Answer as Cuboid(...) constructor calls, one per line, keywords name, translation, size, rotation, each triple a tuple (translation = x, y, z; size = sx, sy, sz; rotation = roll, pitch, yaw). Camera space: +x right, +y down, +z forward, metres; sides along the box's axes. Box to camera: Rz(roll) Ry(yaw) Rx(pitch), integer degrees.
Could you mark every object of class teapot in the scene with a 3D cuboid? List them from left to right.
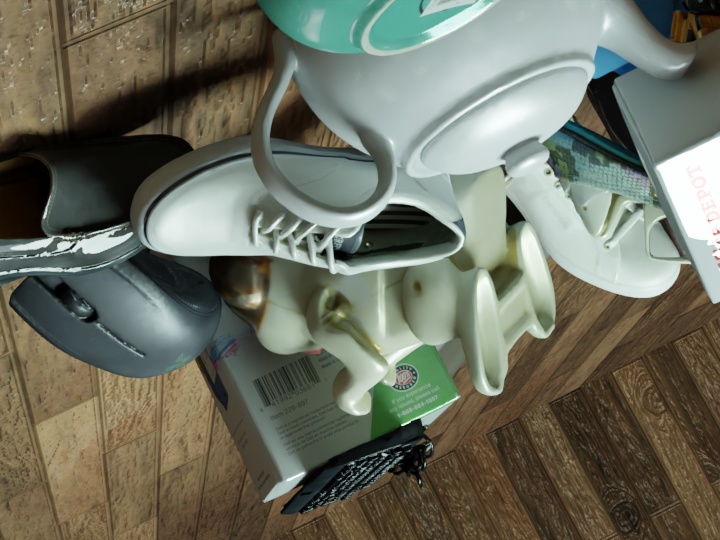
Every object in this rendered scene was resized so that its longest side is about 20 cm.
Cuboid(name="teapot", translation=(0.056, -0.116, 1.075), size=(0.200, 0.147, 0.197), rotation=(-33, 166, 26))

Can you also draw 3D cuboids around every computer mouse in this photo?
Cuboid(name="computer mouse", translation=(-0.167, 0.028, 1.223), size=(0.138, 0.053, 0.200), rotation=(-38, 141, 26))

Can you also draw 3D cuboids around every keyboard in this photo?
Cuboid(name="keyboard", translation=(0.009, 0.147, 1.341), size=(0.104, 0.040, 0.200), rotation=(-24, 171, -16))

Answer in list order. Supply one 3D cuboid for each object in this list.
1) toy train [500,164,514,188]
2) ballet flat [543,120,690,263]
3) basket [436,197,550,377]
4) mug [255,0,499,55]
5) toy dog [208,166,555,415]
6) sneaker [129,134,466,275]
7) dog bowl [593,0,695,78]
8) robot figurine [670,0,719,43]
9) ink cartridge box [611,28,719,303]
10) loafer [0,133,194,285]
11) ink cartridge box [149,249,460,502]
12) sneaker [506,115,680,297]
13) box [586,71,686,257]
Cuboid(name="toy train", translation=(0.059, -0.015, 1.396), size=(0.084, 0.116, 0.200), rotation=(-7, -177, -35))
Cuboid(name="ballet flat", translation=(0.195, -0.045, 1.286), size=(0.072, 0.199, 0.069), rotation=(-71, 163, 9))
Cuboid(name="basket", translation=(0.067, -0.005, 1.546), size=(0.136, 0.181, 0.200), rotation=(26, 132, -19))
Cuboid(name="mug", translation=(0.007, -0.168, 0.840), size=(0.152, 0.115, 0.185), rotation=(-32, 167, 17))
Cuboid(name="toy dog", translation=(0.000, 0.000, 1.245), size=(0.199, 0.195, 0.140), rotation=(-6, -154, 26))
Cuboid(name="sneaker", translation=(-0.030, -0.033, 1.103), size=(0.199, 0.071, 0.073), rotation=(-7, 127, -21))
Cuboid(name="dog bowl", translation=(0.129, -0.152, 1.248), size=(0.199, 0.050, 0.112), rotation=(-27, 148, -2))
Cuboid(name="robot figurine", translation=(0.279, -0.123, 1.243), size=(0.199, 0.146, 0.058), rotation=(3, -167, -15))
Cuboid(name="ink cartridge box", translation=(0.268, -0.085, 1.146), size=(0.199, 0.085, 0.145), rotation=(-24, 136, 9))
Cuboid(name="loafer", translation=(-0.176, -0.036, 1.081), size=(0.199, 0.073, 0.072), rotation=(-23, 162, -25))
Cuboid(name="ink cartridge box", translation=(-0.043, 0.040, 1.358), size=(0.145, 0.201, 0.088), rotation=(-24, 170, -18))
Cuboid(name="sneaker", translation=(0.152, -0.059, 1.382), size=(0.073, 0.200, 0.085), rotation=(-48, 174, -20))
Cuboid(name="box", translation=(0.264, -0.127, 1.415), size=(0.164, 0.166, 0.200), rotation=(-30, 168, 7))
